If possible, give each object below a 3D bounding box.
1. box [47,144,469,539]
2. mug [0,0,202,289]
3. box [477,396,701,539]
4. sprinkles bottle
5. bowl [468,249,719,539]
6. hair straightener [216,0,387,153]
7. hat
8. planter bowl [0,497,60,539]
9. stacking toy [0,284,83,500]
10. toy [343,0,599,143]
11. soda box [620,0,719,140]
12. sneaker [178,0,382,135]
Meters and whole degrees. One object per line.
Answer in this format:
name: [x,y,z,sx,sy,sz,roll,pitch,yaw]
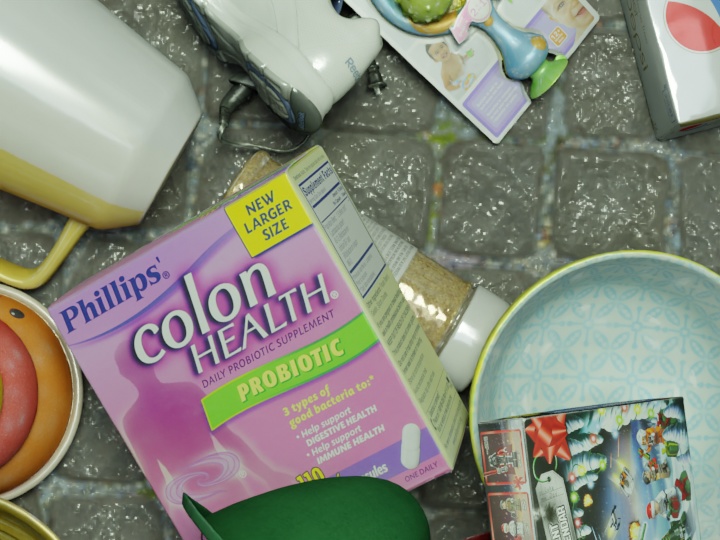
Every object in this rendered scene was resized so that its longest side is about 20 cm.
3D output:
box: [-0.058,0.058,0.859,0.174,0.097,0.202,-27,97,16]
mug: [-0.193,-0.095,0.907,0.152,0.187,0.150,30,50,-7]
box: [0.136,0.176,0.775,0.136,0.040,0.203,-3,84,-39]
sprinkles bottle: [0.000,0.000,0.921,0.199,0.068,0.069,32,85,2]
bowl: [0.160,0.085,0.894,0.197,0.108,0.203,0,93,-4]
hair straightener: [-0.015,-0.146,0.943,0.200,0.041,0.077,-43,88,-10]
hat: [0.023,0.128,0.773,0.176,0.200,0.165,-45,62,-9]
planter bowl: [-0.256,0.237,0.888,0.197,0.083,0.204,0,86,-1]
stacking toy: [-0.252,0.075,0.842,0.144,0.200,0.149,0,86,-2]
toy: [0.062,-0.191,0.917,0.200,0.047,0.115,41,87,-18]
soda box: [0.213,-0.196,0.944,0.067,0.064,0.203,-13,87,-2]
sneaker: [-0.061,-0.172,0.912,0.087,0.075,0.200,-38,62,-9]
